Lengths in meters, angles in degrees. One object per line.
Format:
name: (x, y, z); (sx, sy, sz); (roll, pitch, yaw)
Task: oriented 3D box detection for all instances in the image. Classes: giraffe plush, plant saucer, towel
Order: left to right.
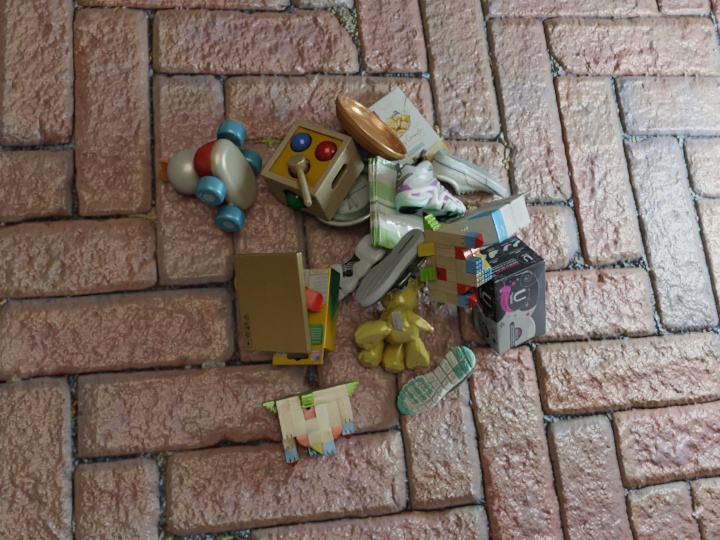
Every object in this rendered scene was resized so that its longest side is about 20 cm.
plant saucer: (-0.021, -0.175, 1.621); (0.196, 0.050, 0.204); (-8, 60, 14)
plant saucer: (0.018, -0.306, 1.591); (0.200, 0.200, 0.038); (44, 110, 4)
giraffe plush: (0.075, 0.096, 1.545); (0.169, 0.202, 0.164); (10, 44, -3)
towel: (0.082, -0.134, 1.544); (0.147, 0.031, 0.204); (12, 66, -35)

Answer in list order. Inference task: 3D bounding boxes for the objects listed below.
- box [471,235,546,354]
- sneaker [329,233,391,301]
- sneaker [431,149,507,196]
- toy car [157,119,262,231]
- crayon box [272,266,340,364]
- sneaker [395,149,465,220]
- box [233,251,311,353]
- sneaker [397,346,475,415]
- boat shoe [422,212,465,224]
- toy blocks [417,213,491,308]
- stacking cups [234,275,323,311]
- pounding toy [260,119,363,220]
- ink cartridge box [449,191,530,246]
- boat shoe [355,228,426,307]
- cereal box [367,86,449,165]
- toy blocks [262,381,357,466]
box: (0.313, 0.055, 1.548); (0.130, 0.203, 0.115); (-22, 36, -15)
sneaker: (0.000, 0.000, 1.587); (0.200, 0.114, 0.076); (-44, 71, 19)
sneaker: (0.247, -0.211, 1.694); (0.197, 0.073, 0.072); (24, 113, -14)
toy car: (-0.340, -0.201, 1.567); (0.196, 0.178, 0.187); (1, 58, 21)
crayon box: (-0.113, 0.100, 1.523); (0.123, 0.051, 0.204); (-4, 72, 26)
sneaker: (0.150, -0.189, 1.555); (0.198, 0.077, 0.143); (7, 73, -45)
box: (-0.179, 0.066, 1.476); (0.160, 0.021, 0.205); (-1, 100, 28)
sneaker: (0.169, 0.246, 1.550); (0.198, 0.091, 0.078); (-36, 64, 8)
boat shoe: (0.142, -0.118, 1.641); (0.197, 0.073, 0.076); (22, 67, -10)
toy blocks: (0.200, -0.008, 1.455); (0.099, 0.135, 0.204); (-25, 117, -42)
stacking cups: (-0.166, 0.040, 1.513); (0.197, 0.061, 0.061); (16, 71, 24)
pounding toy: (-0.108, -0.207, 1.553); (0.182, 0.143, 0.202); (22, 70, 28)
ink cartridge box: (0.299, -0.110, 1.616); (0.199, 0.115, 0.069); (-29, 103, -47)
boat shoe: (0.075, 0.009, 1.475); (0.200, 0.072, 0.071); (-46, 124, -9)
cereal box: (0.095, -0.313, 1.704); (0.143, 0.040, 0.201); (-38, 84, -17)
toy blocks: (-0.090, 0.317, 1.482); (0.196, 0.100, 0.140); (-12, 86, -13)
